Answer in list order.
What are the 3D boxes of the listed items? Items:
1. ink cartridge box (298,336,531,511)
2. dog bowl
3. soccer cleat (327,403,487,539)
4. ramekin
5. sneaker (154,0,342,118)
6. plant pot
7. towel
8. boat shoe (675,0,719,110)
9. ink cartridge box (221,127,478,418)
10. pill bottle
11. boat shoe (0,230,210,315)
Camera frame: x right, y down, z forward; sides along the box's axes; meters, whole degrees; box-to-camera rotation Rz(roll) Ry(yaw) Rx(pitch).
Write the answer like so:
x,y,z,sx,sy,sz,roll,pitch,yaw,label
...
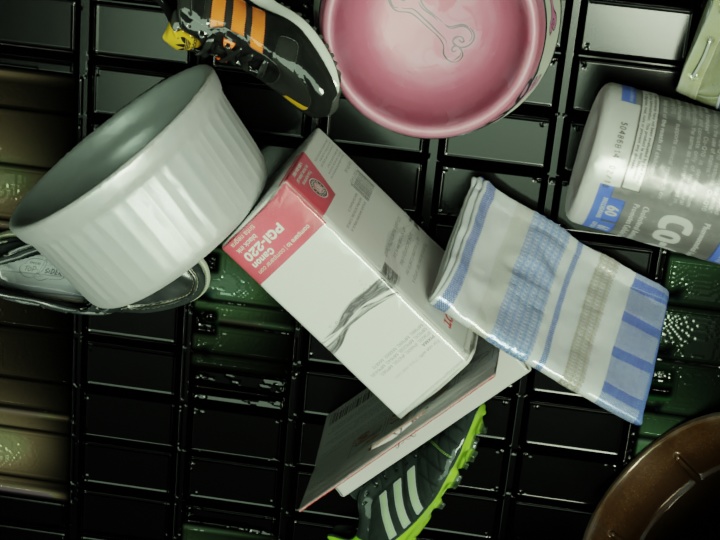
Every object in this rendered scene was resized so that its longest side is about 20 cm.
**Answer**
x,y,z,sx,sy,sz,roll,pitch,yaw,label
0.048,0.118,1.214,0.200,0.176,0.045,-36,102,18,ink cartridge box
0.057,-0.193,1.154,0.199,0.074,0.201,3,111,7,dog bowl
0.039,0.185,1.302,0.081,0.068,0.201,34,111,7,soccer cleat
-0.168,-0.062,1.168,0.200,0.201,0.098,-31,111,17,ramekin
-0.104,-0.180,1.143,0.200,0.090,0.070,49,152,8,sneaker
0.321,0.256,1.231,0.200,0.201,0.198,-41,108,19,plant pot
0.154,0.021,1.187,0.199,0.147,0.024,31,138,-7,towel
0.287,-0.215,1.119,0.062,0.072,0.201,14,112,8,boat shoe
0.000,0.000,1.192,0.200,0.146,0.085,42,112,-8,ink cartridge box
0.268,-0.066,1.152,0.199,0.114,0.114,16,111,2,pill bottle
-0.230,0.006,1.266,0.198,0.066,0.075,10,111,3,boat shoe
